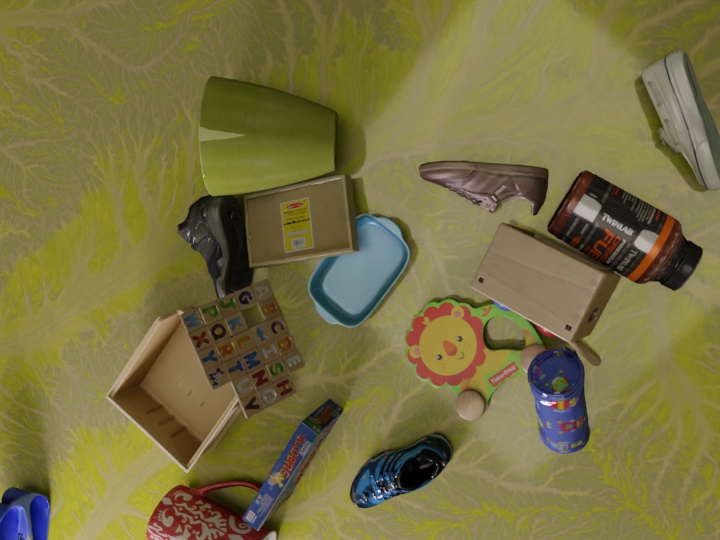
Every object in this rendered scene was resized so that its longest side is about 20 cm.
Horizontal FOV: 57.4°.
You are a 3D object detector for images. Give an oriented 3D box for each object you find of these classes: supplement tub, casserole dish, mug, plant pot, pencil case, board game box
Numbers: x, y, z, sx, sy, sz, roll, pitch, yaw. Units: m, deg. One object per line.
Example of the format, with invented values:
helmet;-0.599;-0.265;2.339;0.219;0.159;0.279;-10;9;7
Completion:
supplement tub;0.379;-0.052;0.941;0.199;0.107;0.108;31;102;11
casserole dish;0.000;0.000;1.089;0.121;0.039;0.201;39;103;10
mug;-0.257;0.464;1.178;0.198;0.178;0.134;23;137;17
plant pot;-0.137;-0.210;1.052;0.198;0.187;0.189;2;96;1
pencil case;0.288;0.190;0.953;0.077;0.201;0.087;-23;47;2
board game box;-0.110;0.320;1.099;0.034;0.135;0.201;33;103;11

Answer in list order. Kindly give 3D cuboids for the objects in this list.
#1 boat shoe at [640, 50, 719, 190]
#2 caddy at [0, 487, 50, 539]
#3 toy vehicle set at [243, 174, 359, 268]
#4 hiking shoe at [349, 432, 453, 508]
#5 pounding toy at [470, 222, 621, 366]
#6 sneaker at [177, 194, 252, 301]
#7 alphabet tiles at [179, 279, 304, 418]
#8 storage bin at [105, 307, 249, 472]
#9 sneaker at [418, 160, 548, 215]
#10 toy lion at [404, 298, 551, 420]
boat shoe;0.458;-0.206;0.934;0.066;0.073;0.202;-17;91;44
caddy;-0.677;0.523;1.276;0.104;0.141;0.202;12;99;19
toy vehicle set;-0.102;-0.079;1.093;0.198;0.026;0.126;-8;84;24
hiking shoe;0.057;0.333;1.077;0.199;0.087;0.075;-36;85;16
pounding toy;0.279;0.041;0.953;0.183;0.199;0.143;30;102;26
sneaker;-0.253;-0.035;1.144;0.113;0.076;0.201;8;115;37
alphabet tiles;-0.190;0.135;1.107;0.008;0.166;0.202;-28;86;58
storage bin;-0.306;0.204;1.165;0.200;0.094;0.199;39;104;10
sneaker;0.185;-0.127;1.008;0.198;0.070;0.076;6;97;16
toy lion;0.176;0.121;1.043;0.199;0.069;0.193;-37;77;15
